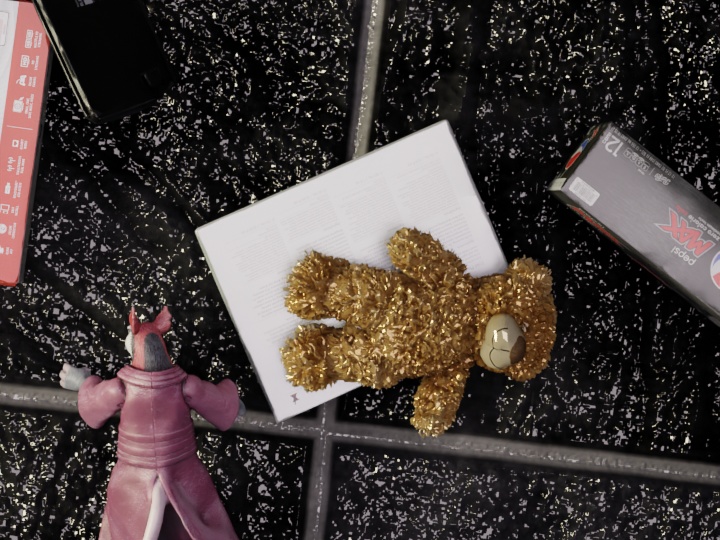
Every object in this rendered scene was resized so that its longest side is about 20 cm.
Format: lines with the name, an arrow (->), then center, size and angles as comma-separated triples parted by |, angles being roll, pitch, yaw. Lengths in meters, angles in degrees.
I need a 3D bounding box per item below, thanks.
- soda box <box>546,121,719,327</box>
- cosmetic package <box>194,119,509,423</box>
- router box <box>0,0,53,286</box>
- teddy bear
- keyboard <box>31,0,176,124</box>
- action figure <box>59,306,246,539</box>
soda box -> 0.233, -0.022, 1.697 | 0.200, 0.071, 0.063 | 38, 88, -4
cosmetic package -> 0.000, 0.000, 1.695 | 0.199, 0.052, 0.152 | -23, 92, -3
router box -> -0.316, -0.100, 1.675 | 0.178, 0.049, 0.202 | 7, 91, -4
teddy bear -> 0.040, 0.041, 1.642 | 0.198, 0.067, 0.146 | 19, 94, -5
keyboard -> -0.194, -0.203, 1.676 | 0.104, 0.040, 0.201 | -21, 85, -29
action figure -> -0.150, 0.125, 1.649 | 0.133, 0.149, 0.202 | -5, 106, 3
